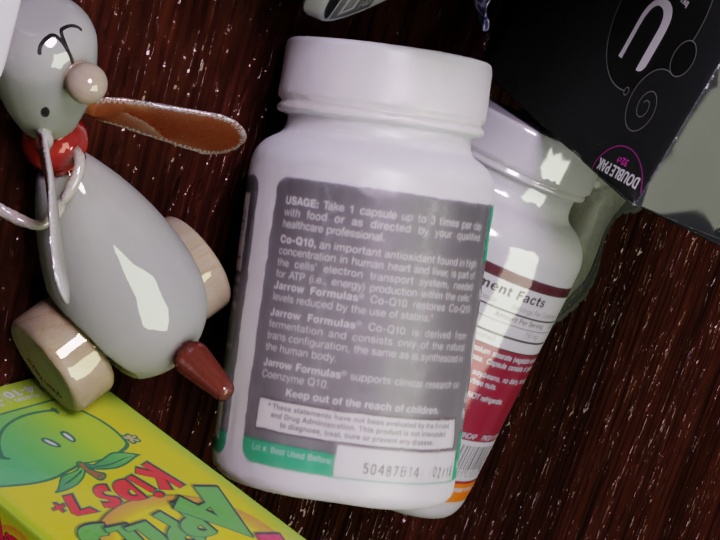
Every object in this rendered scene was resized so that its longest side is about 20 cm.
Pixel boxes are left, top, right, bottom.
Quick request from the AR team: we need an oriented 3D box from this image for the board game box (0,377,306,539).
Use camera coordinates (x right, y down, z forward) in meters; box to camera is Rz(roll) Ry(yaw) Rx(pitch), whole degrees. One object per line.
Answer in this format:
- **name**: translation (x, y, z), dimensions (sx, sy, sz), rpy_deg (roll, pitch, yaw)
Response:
- **board game box**: translation (-0.097, 0.116, 0.811), dimensions (0.102, 0.200, 0.048), rpy_deg (-13, 127, -47)

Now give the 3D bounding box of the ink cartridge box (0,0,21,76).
- **ink cartridge box**: translation (-0.168, -0.158, 0.515), dimensions (0.146, 0.147, 0.200), rpy_deg (-27, 140, -63)

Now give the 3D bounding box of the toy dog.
- **toy dog**: translation (-0.098, -0.011, 0.800), dimensions (0.132, 0.096, 0.200), rpy_deg (-52, 147, -9)

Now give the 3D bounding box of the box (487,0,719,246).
- **box**: translation (0.172, -0.104, 0.925), dimensions (0.124, 0.200, 0.149), rpy_deg (23, 104, -25)

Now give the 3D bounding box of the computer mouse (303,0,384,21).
- **computer mouse**: translation (0.046, -0.172, 0.891), dimensions (0.200, 0.044, 0.110), rpy_deg (-27, 170, -34)

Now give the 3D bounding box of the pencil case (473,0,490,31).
- **pencil case**: translation (0.127, -0.168, 0.775), dimensions (0.200, 0.094, 0.091), rpy_deg (-21, 131, -13)

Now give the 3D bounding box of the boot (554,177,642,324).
- **boot**: translation (0.110, -0.066, 1.071), dimensions (0.200, 0.068, 0.131), rpy_deg (-47, 142, -30)

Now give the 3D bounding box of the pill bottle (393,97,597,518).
- **pill bottle**: translation (0.042, 0.014, 0.991), dimensions (0.113, 0.113, 0.200), rpy_deg (11, 107, -55)

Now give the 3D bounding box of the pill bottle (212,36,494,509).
- **pill bottle**: translation (0.000, 0.000, 0.886), dimensions (0.113, 0.113, 0.200), rpy_deg (4, 95, -54)
